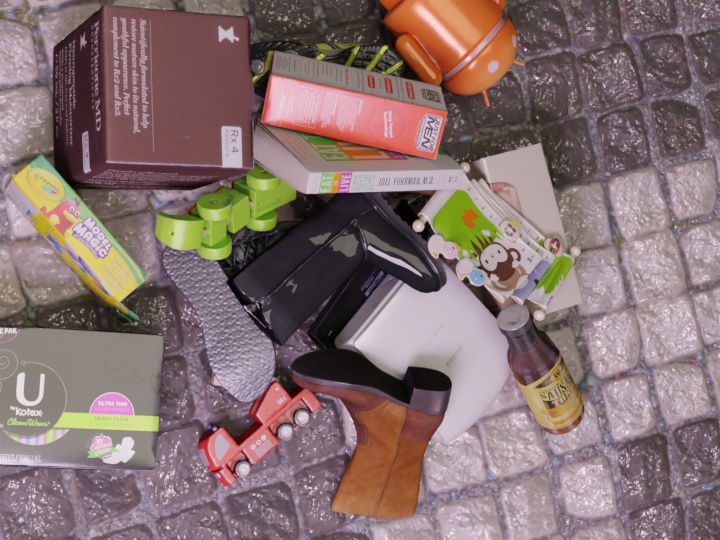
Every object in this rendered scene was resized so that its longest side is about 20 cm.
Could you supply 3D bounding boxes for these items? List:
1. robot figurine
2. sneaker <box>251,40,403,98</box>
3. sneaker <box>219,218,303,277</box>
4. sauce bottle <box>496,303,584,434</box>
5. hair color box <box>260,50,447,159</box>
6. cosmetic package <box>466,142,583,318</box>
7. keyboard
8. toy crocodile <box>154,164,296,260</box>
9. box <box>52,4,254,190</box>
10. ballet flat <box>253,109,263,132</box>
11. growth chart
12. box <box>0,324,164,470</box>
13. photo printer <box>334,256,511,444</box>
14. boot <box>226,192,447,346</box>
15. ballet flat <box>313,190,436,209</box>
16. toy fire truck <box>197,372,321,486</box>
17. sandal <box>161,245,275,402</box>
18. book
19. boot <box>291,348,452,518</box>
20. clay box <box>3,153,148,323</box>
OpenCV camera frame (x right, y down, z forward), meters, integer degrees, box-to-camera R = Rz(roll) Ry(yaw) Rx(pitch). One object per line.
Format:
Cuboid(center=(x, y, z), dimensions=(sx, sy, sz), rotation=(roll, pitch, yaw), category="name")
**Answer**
Cuboid(center=(0.110, -0.295, 1.665), dimensions=(0.117, 0.144, 0.200), rotation=(-41, 101, 23), category="robot figurine")
Cuboid(center=(-0.049, -0.233, 1.636), dimensions=(0.199, 0.076, 0.076), rotation=(3, 97, 0), category="sneaker")
Cuboid(center=(-0.121, -0.026, 1.587), dimensions=(0.199, 0.081, 0.074), rotation=(-13, 90, -18), category="sneaker")
Cuboid(center=(0.212, 0.118, 1.647), dimensions=(0.066, 0.066, 0.200), rotation=(-48, 135, -15), category="sauce bottle")
Cuboid(center=(-0.008, -0.187, 1.553), dimensions=(0.199, 0.102, 0.061), rotation=(11, 113, -6), category="hair color box")
Cuboid(center=(0.188, -0.043, 1.680), dimensions=(0.087, 0.103, 0.201), rotation=(-15, 90, -19), category="cosmetic package")
Cuboid(center=(0.000, 0.000, 1.629), dimensions=(0.200, 0.021, 0.127), rotation=(-55, 139, -13), category="keyboard")
Cuboid(center=(-0.142, -0.070, 1.531), dimensions=(0.200, 0.062, 0.068), rotation=(-33, 139, -41), category="toy crocodile")
Cuboid(center=(-0.227, -0.179, 1.492), dimensions=(0.164, 0.200, 0.167), rotation=(0, 85, -27), category="box")
Cuboid(center=(-0.027, -0.171, 1.647), dimensions=(0.199, 0.046, 0.068), rotation=(3, 84, -18), category="ballet flat")
Cuboid(center=(0.156, -0.031, 1.584), dimensions=(0.200, 0.018, 0.145), rotation=(37, 52, -12), category="growth chart")
Cuboid(center=(-0.321, 0.136, 1.488), dimensions=(0.199, 0.124, 0.149), rotation=(4, 85, -17), category="box")
Cuboid(center=(0.087, 0.094, 1.643), dimensions=(0.200, 0.069, 0.167), rotation=(47, 72, -19), category="photo printer")
Cuboid(center=(-0.025, 0.013, 1.532), dimensions=(0.200, 0.066, 0.165), rotation=(-40, 82, -26), category="boot")
Cuboid(center=(0.007, -0.100, 1.647), dimensions=(0.199, 0.068, 0.068), rotation=(-6, 115, -17), category="ballet flat")
Cuboid(center=(-0.123, 0.134, 1.592), dimensions=(0.200, 0.049, 0.141), rotation=(-40, 98, -16), category="toy fire truck")
Cuboid(center=(-0.153, 0.050, 1.549), dimensions=(0.076, 0.043, 0.201), rotation=(-25, 89, -4), category="sandal")
Cuboid(center=(-0.003, -0.124, 1.547), dimensions=(0.199, 0.134, 0.048), rotation=(-4, 119, -33), category="book")
Cuboid(center=(-0.005, 0.192, 1.592), dimensions=(0.187, 0.069, 0.201), rotation=(7, 122, -15), category="boot")
Cuboid(center=(-0.303, -0.030, 1.510), dimensions=(0.048, 0.115, 0.200), rotation=(-44, 100, -17), category="clay box")
